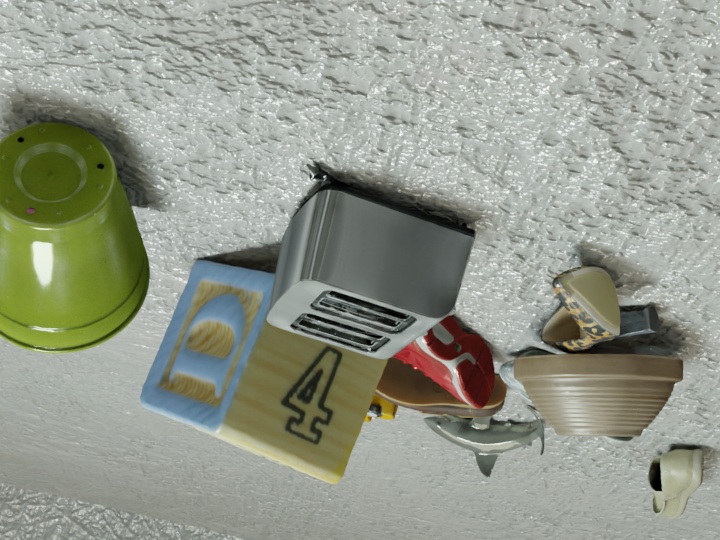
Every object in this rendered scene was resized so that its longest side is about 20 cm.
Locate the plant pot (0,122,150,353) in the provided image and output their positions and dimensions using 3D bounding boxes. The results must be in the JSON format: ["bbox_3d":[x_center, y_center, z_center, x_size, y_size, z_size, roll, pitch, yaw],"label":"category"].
[{"bbox_3d":[-0.321,-0.047,1.345,0.198,0.202,0.194,13,147,-1],"label":"plant pot"}]

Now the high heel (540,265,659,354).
[{"bbox_3d":[0.221,0.050,1.404,0.142,0.072,0.199,-13,156,36],"label":"high heel"}]

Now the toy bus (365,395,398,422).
[{"bbox_3d":[-0.040,0.176,1.875,0.198,0.066,0.078,8,158,12],"label":"toy bus"}]

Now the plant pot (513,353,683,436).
[{"bbox_3d":[0.280,0.150,1.521,0.199,0.094,0.201,2,173,0],"label":"plant pot"}]

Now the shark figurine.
[{"bbox_3d":[0.209,0.265,1.931,0.213,0.090,0.128,-3,155,39],"label":"shark figurine"}]

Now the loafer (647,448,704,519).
[{"bbox_3d":[0.465,0.314,1.932,0.068,0.076,0.201,12,149,5],"label":"loafer"}]

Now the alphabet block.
[{"bbox_3d":[-0.114,0.122,1.560,0.199,0.198,0.195,30,169,-38],"label":"alphabet block"}]

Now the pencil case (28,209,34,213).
[{"bbox_3d":[-0.431,-0.036,1.536,0.198,0.095,0.091,12,159,4],"label":"pencil case"}]

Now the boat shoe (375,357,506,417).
[{"bbox_3d":[0.100,0.168,1.768,0.198,0.071,0.070,13,155,0],"label":"boat shoe"}]

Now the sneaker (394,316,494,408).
[{"bbox_3d":[0.089,0.104,1.642,0.115,0.079,0.200,7,147,38],"label":"sneaker"}]

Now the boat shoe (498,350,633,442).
[{"bbox_3d":[0.274,0.165,1.671,0.201,0.075,0.065,25,162,-19],"label":"boat shoe"}]

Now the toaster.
[{"bbox_3d":[0.000,0.000,1.349,0.198,0.120,0.181,18,157,-13],"label":"toaster"}]
